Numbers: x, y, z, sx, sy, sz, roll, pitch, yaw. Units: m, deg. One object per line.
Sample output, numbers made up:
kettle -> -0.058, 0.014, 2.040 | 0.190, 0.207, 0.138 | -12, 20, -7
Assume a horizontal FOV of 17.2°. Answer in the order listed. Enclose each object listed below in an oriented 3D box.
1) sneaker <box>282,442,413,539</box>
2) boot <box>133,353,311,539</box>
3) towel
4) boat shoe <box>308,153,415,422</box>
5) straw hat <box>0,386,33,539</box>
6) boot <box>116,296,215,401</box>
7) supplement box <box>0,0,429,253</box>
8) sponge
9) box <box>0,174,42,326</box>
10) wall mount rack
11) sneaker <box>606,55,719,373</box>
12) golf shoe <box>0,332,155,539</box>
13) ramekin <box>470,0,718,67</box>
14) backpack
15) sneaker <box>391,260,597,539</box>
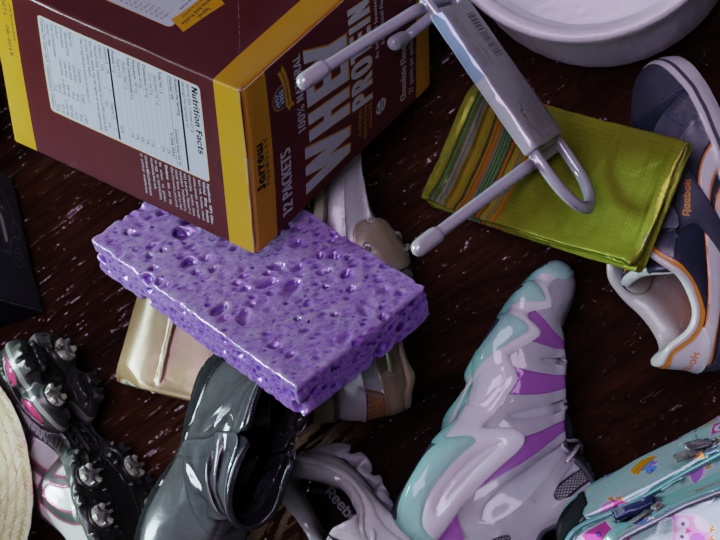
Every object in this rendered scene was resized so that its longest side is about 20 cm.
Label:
sneaker -> 0.019, 0.189, 1.505 | 0.200, 0.081, 0.075 | 42, 95, 19
boot -> -0.088, 0.148, 1.493 | 0.069, 0.132, 0.201 | 11, 92, -18
towel -> 0.119, -0.061, 1.491 | 0.199, 0.018, 0.087 | 20, 89, 50
boat shoe -> 0.000, 0.000, 1.550 | 0.068, 0.075, 0.202 | -1, 78, -2
straw hat -> -0.319, 0.148, 1.595 | 0.200, 0.085, 0.203 | 0, 90, 37
boot -> -0.133, -0.019, 1.599 | 0.174, 0.066, 0.201 | 12, 87, 21
supplement box -> -0.091, -0.150, 1.511 | 0.199, 0.133, 0.197 | 25, 51, 25
sponge -> -0.063, 0.005, 1.479 | 0.111, 0.030, 0.200 | -36, 50, -26
box -> -0.340, 0.004, 1.637 | 0.199, 0.122, 0.107 | -19, 77, 16
wall mount rack -> 0.050, -0.095, 1.413 | 0.074, 0.174, 0.201 | -36, 89, 22
sneaker -> 0.191, -0.035, 1.466 | 0.079, 0.078, 0.201 | -10, 76, -21
golf shoe -> -0.196, 0.141, 1.602 | 0.088, 0.077, 0.201 | -40, 67, 30
ramekin -> 0.147, -0.226, 1.502 | 0.199, 0.098, 0.202 | -3, 76, 12
backpack -> 0.232, 0.172, 1.382 | 0.199, 0.153, 0.177 | -30, 92, -1
sneaker -> 0.122, 0.105, 1.492 | 0.139, 0.078, 0.201 | 29, 80, 2
